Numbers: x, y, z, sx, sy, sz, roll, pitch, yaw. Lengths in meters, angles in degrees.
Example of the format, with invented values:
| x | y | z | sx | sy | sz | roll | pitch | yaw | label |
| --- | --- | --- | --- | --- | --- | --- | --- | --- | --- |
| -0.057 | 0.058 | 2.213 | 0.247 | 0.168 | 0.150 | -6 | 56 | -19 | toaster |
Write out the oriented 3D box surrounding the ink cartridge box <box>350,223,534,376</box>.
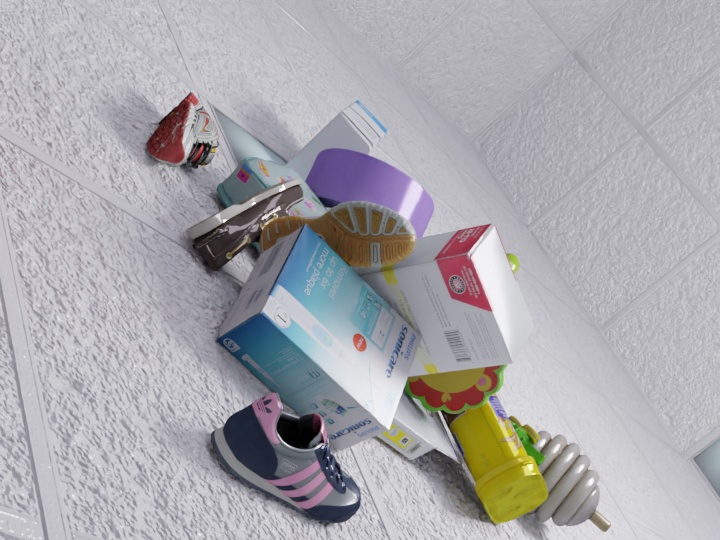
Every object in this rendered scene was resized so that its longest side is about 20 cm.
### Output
| x | y | z | sx | sy | sz | roll | pitch | yaw | label |
| --- | --- | --- | --- | --- | --- | --- | --- | --- | --- |
| 0.083 | 0.039 | 1.327 | 0.083 | 0.198 | 0.146 | -48 | 120 | -49 | ink cartridge box |

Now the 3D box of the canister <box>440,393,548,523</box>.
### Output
| x | y | z | sx | sy | sz | roll | pitch | yaw | label |
| --- | --- | --- | --- | --- | --- | --- | --- | --- | --- |
| 0.165 | 0.220 | 1.507 | 0.201 | 0.086 | 0.149 | 64 | 2 | 31 | canister |

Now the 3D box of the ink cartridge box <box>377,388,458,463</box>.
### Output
| x | y | z | sx | sy | sz | roll | pitch | yaw | label |
| --- | --- | --- | --- | --- | --- | --- | --- | --- | --- |
| 0.027 | 0.148 | 1.452 | 0.200 | 0.047 | 0.198 | 43 | 15 | -33 | ink cartridge box |

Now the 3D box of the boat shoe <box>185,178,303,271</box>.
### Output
| x | y | z | sx | sy | sz | roll | pitch | yaw | label |
| --- | --- | --- | --- | --- | --- | --- | --- | --- | --- |
| -0.130 | -0.059 | 1.369 | 0.200 | 0.071 | 0.060 | -34 | 99 | -52 | boat shoe |

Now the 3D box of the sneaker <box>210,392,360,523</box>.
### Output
| x | y | z | sx | sy | sz | roll | pitch | yaw | label |
| --- | --- | --- | --- | --- | --- | --- | --- | --- | --- |
| -0.048 | 0.180 | 1.072 | 0.200 | 0.082 | 0.070 | 35 | 20 | -44 | sneaker |

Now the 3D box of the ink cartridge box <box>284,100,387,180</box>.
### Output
| x | y | z | sx | sy | sz | roll | pitch | yaw | label |
| --- | --- | --- | --- | --- | --- | --- | --- | --- | --- |
| -0.040 | -0.206 | 1.925 | 0.084 | 0.145 | 0.200 | 47 | 15 | -5 | ink cartridge box |

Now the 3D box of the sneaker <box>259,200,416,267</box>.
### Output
| x | y | z | sx | sy | sz | roll | pitch | yaw | label |
| --- | --- | --- | --- | --- | --- | --- | --- | --- | --- |
| -0.017 | -0.038 | 1.312 | 0.087 | 0.198 | 0.077 | 7 | 84 | -62 | sneaker |

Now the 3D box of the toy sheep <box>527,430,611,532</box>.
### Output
| x | y | z | sx | sy | sz | roll | pitch | yaw | label |
| --- | --- | --- | --- | --- | --- | --- | --- | --- | --- |
| 0.283 | 0.307 | 1.639 | 0.199 | 0.139 | 0.138 | 35 | 11 | 15 | toy sheep |

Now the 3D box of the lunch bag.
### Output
| x | y | z | sx | sy | sz | roll | pitch | yaw | label |
| --- | --- | --- | --- | --- | --- | --- | --- | --- | --- |
| -0.103 | -0.068 | 1.538 | 0.161 | 0.077 | 0.200 | 55 | 16 | 15 | lunch bag |

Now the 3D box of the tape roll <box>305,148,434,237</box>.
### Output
| x | y | z | sx | sy | sz | roll | pitch | yaw | label |
| --- | --- | --- | --- | --- | --- | --- | --- | --- | --- |
| 0.007 | -0.096 | 1.708 | 0.198 | 0.086 | 0.200 | 24 | -16 | 7 | tape roll |

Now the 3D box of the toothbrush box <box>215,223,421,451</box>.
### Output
| x | y | z | sx | sy | sz | roll | pitch | yaw | label |
| --- | --- | --- | --- | --- | --- | --- | --- | --- | --- |
| -0.041 | 0.076 | 1.246 | 0.200 | 0.085 | 0.147 | 46 | 42 | -19 | toothbrush box |

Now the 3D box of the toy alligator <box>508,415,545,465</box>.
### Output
| x | y | z | sx | sy | sz | roll | pitch | yaw | label |
| --- | --- | --- | --- | --- | --- | --- | --- | --- | --- |
| 0.197 | 0.229 | 1.627 | 0.054 | 0.059 | 0.200 | 55 | -14 | -25 | toy alligator |

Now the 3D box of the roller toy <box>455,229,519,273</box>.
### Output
| x | y | z | sx | sy | sz | roll | pitch | yaw | label |
| --- | --- | --- | --- | --- | --- | --- | --- | --- | --- |
| 0.115 | 0.039 | 1.591 | 0.140 | 0.200 | 0.182 | 48 | -21 | 2 | roller toy |

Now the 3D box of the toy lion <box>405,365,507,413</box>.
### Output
| x | y | z | sx | sy | sz | roll | pitch | yaw | label |
| --- | --- | --- | --- | --- | --- | --- | --- | --- | --- |
| 0.095 | 0.081 | 1.443 | 0.198 | 0.194 | 0.069 | 13 | 5 | 18 | toy lion |

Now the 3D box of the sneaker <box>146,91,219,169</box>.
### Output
| x | y | z | sx | sy | sz | roll | pitch | yaw | label |
| --- | --- | --- | --- | --- | --- | --- | --- | --- | --- |
| -0.218 | -0.173 | 1.462 | 0.082 | 0.078 | 0.200 | 46 | 15 | -15 | sneaker |
